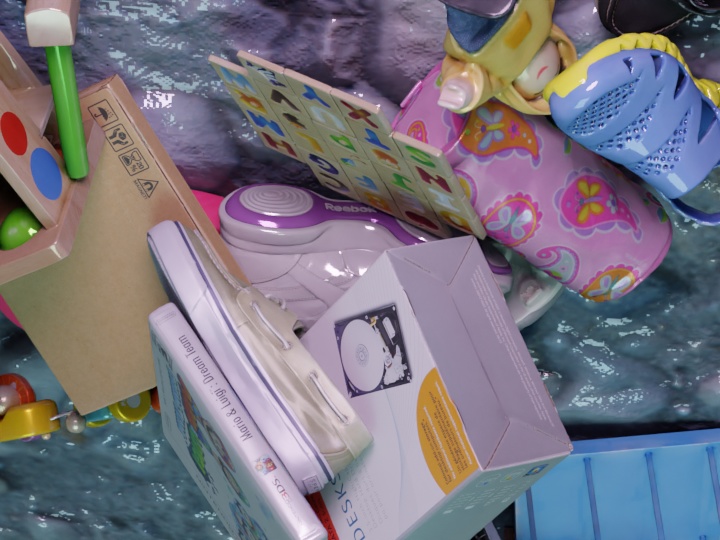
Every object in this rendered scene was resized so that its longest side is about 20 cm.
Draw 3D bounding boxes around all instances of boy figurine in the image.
[{"bbox_3d":[0.083,-0.141,1.622,0.064,0.125,0.200,27,168,19],"label":"boy figurine"}]

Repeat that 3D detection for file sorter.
[{"bbox_3d":[0.219,0.210,2.053,0.198,0.123,0.139,-5,143,0],"label":"file sorter"}]

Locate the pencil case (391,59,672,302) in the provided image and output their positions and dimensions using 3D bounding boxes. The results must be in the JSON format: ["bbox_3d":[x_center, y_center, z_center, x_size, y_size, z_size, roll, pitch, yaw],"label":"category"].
[{"bbox_3d":[0.109,-0.055,1.759,0.199,0.088,0.087,31,134,-34],"label":"pencil case"}]

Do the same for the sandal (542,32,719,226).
[{"bbox_3d":[0.184,-0.082,1.670,0.079,0.088,0.199,-35,150,27],"label":"sandal"}]

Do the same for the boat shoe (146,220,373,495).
[{"bbox_3d":[-0.065,0.048,1.734,0.062,0.201,0.072,-31,166,-10],"label":"boat shoe"}]

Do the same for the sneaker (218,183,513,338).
[{"bbox_3d":[0.000,0.000,1.825,0.198,0.075,0.100,9,122,-4],"label":"sneaker"}]

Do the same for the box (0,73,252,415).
[{"bbox_3d":[-0.171,-0.013,1.804,0.163,0.021,0.201,-22,110,29],"label":"box"}]

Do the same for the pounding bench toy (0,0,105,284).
[{"bbox_3d":[-0.218,-0.081,1.677,0.199,0.125,0.156,-20,125,26],"label":"pounding bench toy"}]

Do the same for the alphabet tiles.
[{"bbox_3d":[-0.007,-0.075,1.702,0.166,0.006,0.200,24,167,22],"label":"alphabet tiles"}]

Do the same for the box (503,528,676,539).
[{"bbox_3d":[0.176,0.287,2.105,0.136,0.201,0.039,-1,140,3],"label":"box"}]

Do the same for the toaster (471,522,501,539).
[{"bbox_3d":[0.034,0.230,2.078,0.129,0.201,0.113,-32,169,32],"label":"toaster"}]

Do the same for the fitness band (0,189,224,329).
[{"bbox_3d":[-0.154,-0.002,1.880,0.198,0.038,0.144,0,140,1],"label":"fitness band"}]

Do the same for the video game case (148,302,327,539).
[{"bbox_3d":[-0.077,0.134,1.765,0.024,0.183,0.200,-30,159,-14],"label":"video game case"}]

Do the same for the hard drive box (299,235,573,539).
[{"bbox_3d":[0.027,0.097,1.753,0.076,0.157,0.200,-9,155,-36],"label":"hard drive box"}]

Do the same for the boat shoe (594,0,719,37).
[{"bbox_3d":[0.202,-0.183,1.598,0.074,0.066,0.199,23,138,-28],"label":"boat shoe"}]

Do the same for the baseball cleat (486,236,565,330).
[{"bbox_3d":[0.072,0.034,1.903,0.199,0.070,0.106,-28,160,24],"label":"baseball cleat"}]

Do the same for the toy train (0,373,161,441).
[{"bbox_3d":[-0.217,0.090,1.980,0.198,0.056,0.150,-12,-179,6],"label":"toy train"}]
